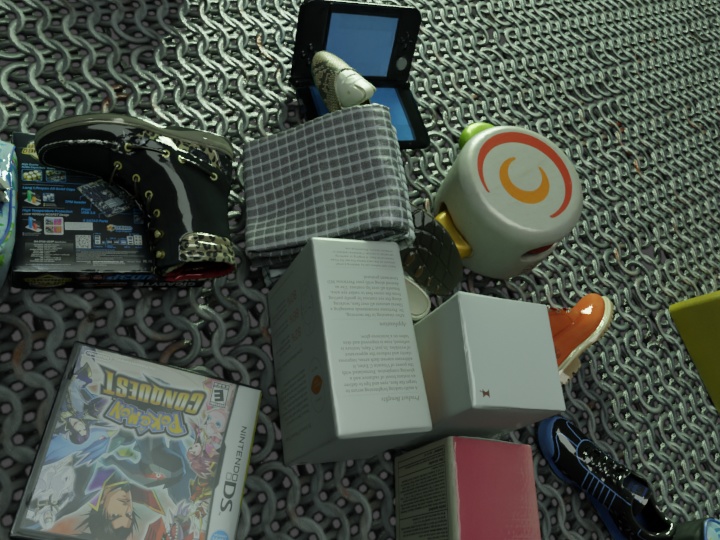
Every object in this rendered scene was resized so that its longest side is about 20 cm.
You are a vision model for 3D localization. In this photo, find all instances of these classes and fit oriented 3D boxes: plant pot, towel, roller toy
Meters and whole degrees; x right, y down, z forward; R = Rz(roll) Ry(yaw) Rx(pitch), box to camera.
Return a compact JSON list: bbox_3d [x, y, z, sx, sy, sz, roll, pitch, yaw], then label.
[{"bbox_3d":[0.653,0.100,1.050,0.198,0.176,0.203,-10,71,-31],"label":"plant pot"},{"bbox_3d":[-0.046,-0.090,0.773,0.197,0.086,0.168,-14,68,11],"label":"towel"},{"bbox_3d":[0.198,-0.088,0.926,0.180,0.140,0.202,21,60,-4],"label":"roller toy"}]

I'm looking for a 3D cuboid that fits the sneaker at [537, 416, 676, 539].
[{"bbox_3d":[0.314,0.262,0.851,0.200,0.078,0.070,49,54,1],"label":"sneaker"}]

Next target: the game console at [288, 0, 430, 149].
[{"bbox_3d":[0.013,-0.271,0.934,0.197,0.173,0.118,-9,38,-31],"label":"game console"}]

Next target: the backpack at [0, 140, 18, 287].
[{"bbox_3d":[-0.378,-0.044,0.603,0.152,0.163,0.202,-14,66,-41],"label":"backpack"}]

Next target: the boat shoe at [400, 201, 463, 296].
[{"bbox_3d":[0.052,-0.053,0.865,0.076,0.074,0.200,-44,99,-6],"label":"boat shoe"}]

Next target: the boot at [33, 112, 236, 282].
[{"bbox_3d":[-0.221,-0.071,0.681,0.201,0.073,0.156,1,68,-28],"label":"boot"}]

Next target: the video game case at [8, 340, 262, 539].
[{"bbox_3d":[-0.205,0.180,0.650,0.197,0.025,0.183,18,59,-19],"label":"video game case"}]

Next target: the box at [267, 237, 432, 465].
[{"bbox_3d":[-0.020,0.090,0.715,0.105,0.152,0.203,2,66,-27],"label":"box"}]

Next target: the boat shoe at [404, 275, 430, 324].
[{"bbox_3d":[0.000,0.000,0.838,0.200,0.057,0.067,44,52,4],"label":"boat shoe"}]

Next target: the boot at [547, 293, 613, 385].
[{"bbox_3d":[0.275,0.075,0.930,0.107,0.075,0.199,47,55,7],"label":"boot"}]

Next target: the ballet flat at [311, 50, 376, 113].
[{"bbox_3d":[0.002,-0.196,0.875,0.067,0.075,0.203,-30,105,-33],"label":"ballet flat"}]

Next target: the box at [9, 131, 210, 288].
[{"bbox_3d":[-0.269,-0.062,0.724,0.197,0.046,0.161,0,66,-28],"label":"box"}]

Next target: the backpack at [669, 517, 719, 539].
[{"bbox_3d":[0.477,0.417,0.819,0.198,0.147,0.185,26,59,-17],"label":"backpack"}]

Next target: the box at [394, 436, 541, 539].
[{"bbox_3d":[0.111,0.289,0.700,0.107,0.128,0.203,12,62,-23],"label":"box"}]

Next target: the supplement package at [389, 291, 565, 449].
[{"bbox_3d":[0.109,0.121,0.737,0.116,0.200,0.119,9,62,-23],"label":"supplement package"}]
